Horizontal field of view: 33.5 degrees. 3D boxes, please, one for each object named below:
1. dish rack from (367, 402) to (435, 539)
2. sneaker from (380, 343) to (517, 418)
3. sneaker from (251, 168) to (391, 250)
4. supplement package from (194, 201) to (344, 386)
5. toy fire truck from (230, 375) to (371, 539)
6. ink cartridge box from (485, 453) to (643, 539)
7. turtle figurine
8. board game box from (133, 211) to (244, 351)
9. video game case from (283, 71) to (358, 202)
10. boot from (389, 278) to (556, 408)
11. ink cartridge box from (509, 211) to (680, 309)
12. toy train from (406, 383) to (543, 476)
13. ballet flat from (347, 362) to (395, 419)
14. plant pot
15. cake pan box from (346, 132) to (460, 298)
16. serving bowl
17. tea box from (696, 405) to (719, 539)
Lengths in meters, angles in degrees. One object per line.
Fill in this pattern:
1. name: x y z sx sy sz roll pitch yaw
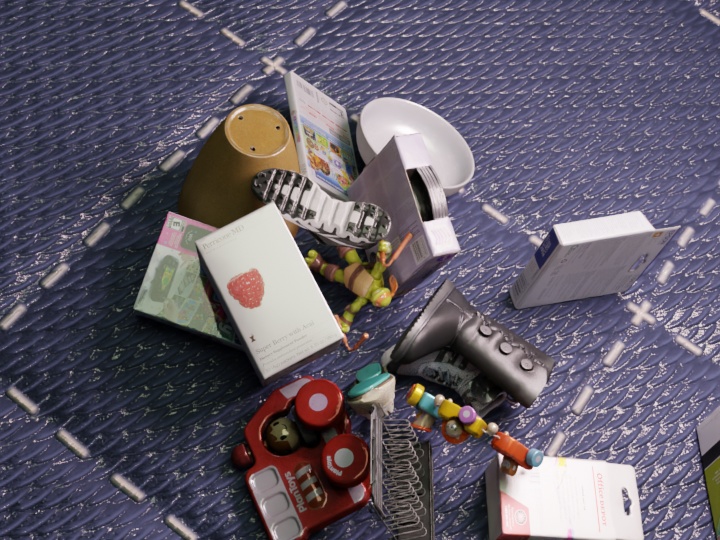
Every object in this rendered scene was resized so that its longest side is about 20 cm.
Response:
1. dish rack: 0.051 0.264 1.533 0.054 0.200 0.154 -8 58 12
2. sneaker: 0.132 0.151 1.687 0.198 0.076 0.115 -1 57 -18
3. sneaker: -0.059 -0.074 1.637 0.199 0.091 0.067 21 67 -1
4. supplement package: -0.121 0.034 1.576 0.121 0.120 0.201 -27 83 -8
5. toy fire truck: -0.078 0.246 1.565 0.167 0.112 0.201 -26 66 -7
6. ink cartridge box: 0.275 0.320 1.626 0.198 0.068 0.117 6 58 -9
7. turtle figurine: 0.000 0.000 1.714 0.064 0.201 0.161 -3 37 -48
8. board game box: -0.196 0.022 1.664 0.199 0.064 0.149 19 78 -3
9. video game case: -0.055 -0.194 1.837 0.143 0.018 0.201 29 42 -48
10. boot: 0.157 0.123 1.637 0.200 0.066 0.165 40 52 1
11. ink cartridge box: 0.343 -0.017 1.775 0.198 0.197 0.044 -10 63 -20
12. toy train: 0.139 0.218 1.592 0.199 0.150 0.056 20 76 49
13. ballet flat: 0.024 0.167 1.592 0.067 0.200 0.063 -25 93 6
14. plant pot: -0.163 -0.139 1.718 0.185 0.200 0.188 6 58 -10
15. cake pan box: 0.058 -0.076 1.715 0.052 0.200 0.185 -12 74 -27
16. serving bowl: 0.076 -0.179 1.871 0.199 0.066 0.201 19 41 -18
17. tea box: 0.607 0.290 1.692 0.198 0.134 0.198 5 58 -12
